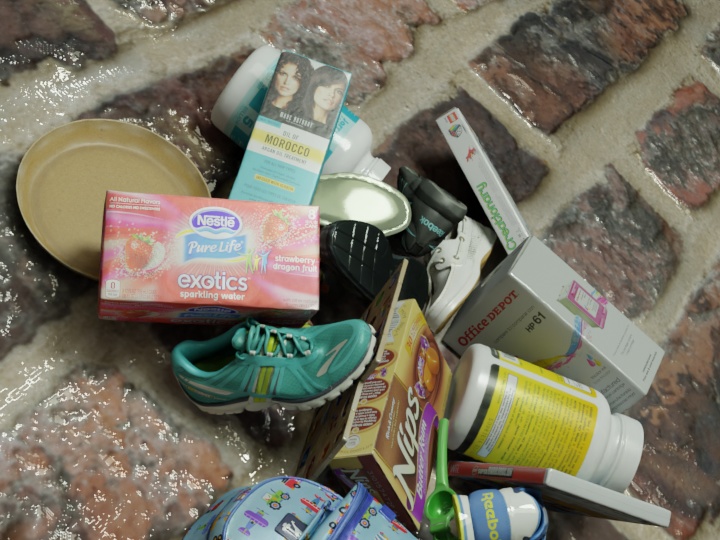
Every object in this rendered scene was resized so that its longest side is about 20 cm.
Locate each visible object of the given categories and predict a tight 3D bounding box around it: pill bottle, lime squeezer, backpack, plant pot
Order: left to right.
[{"bbox_3d":[-0.244,-0.065,1.180,0.197,0.028,0.203,14,51,-17],"label":"plant pot"},{"bbox_3d":[-0.048,0.258,0.998,0.200,0.135,0.182,43,42,6],"label":"backpack"},{"bbox_3d":[-0.062,-0.151,1.331,0.199,0.111,0.111,38,43,-3],"label":"pill bottle"},{"bbox_3d":[0.091,0.242,1.132,0.070,0.037,0.204,-1,73,-45],"label":"lime squeezer"},{"bbox_3d":[0.188,0.163,1.235,0.197,0.113,0.113,22,45,-5],"label":"pill bottle"}]

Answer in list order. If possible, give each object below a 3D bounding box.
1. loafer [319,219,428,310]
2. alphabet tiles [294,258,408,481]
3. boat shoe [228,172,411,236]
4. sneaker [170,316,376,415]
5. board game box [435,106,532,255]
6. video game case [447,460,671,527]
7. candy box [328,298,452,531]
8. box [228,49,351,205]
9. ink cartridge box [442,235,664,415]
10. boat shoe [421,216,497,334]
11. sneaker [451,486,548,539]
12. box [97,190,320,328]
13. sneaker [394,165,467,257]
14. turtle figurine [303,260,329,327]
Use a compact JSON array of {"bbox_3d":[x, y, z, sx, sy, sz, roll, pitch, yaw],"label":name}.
[{"bbox_3d":[0.000,0.000,1.233,0.200,0.071,0.074,38,59,-56],"label":"loafer"},{"bbox_3d":[-0.012,0.107,1.117,0.007,0.168,0.202,27,45,-9],"label":"alphabet tiles"},{"bbox_3d":[-0.046,-0.064,1.272,0.197,0.061,0.073,4,72,-13],"label":"boat shoe"},{"bbox_3d":[-0.081,0.081,1.073,0.078,0.197,0.080,-87,156,-44],"label":"sneaker"},{"bbox_3d":[0.164,-0.091,1.452,0.202,0.034,0.126,64,10,23],"label":"board game box"},{"bbox_3d":[0.188,0.217,1.161,0.141,0.199,0.018,22,75,-20],"label":"video game case"},{"bbox_3d":[0.032,0.141,1.164,0.118,0.056,0.202,62,30,-35],"label":"candy box"},{"bbox_3d":[-0.075,-0.122,1.223,0.081,0.049,0.203,18,67,-3],"label":"box"},{"bbox_3d":[0.211,0.082,1.313,0.199,0.145,0.085,42,44,1],"label":"ink cartridge box"},{"bbox_3d":[0.099,-0.002,1.360,0.069,0.071,0.201,37,34,-4],"label":"boat shoe"},{"bbox_3d":[0.141,0.246,1.109,0.200,0.081,0.075,48,28,-68],"label":"sneaker"},{"bbox_3d":[-0.140,-0.008,1.091,0.196,0.095,0.105,4,76,-13],"label":"box"},{"bbox_3d":[0.063,-0.067,1.350,0.075,0.080,0.200,32,6,-9],"label":"sneaker"},{"bbox_3d":[-0.079,0.028,1.209,0.197,0.065,0.163,-1,57,-36],"label":"turtle figurine"}]
